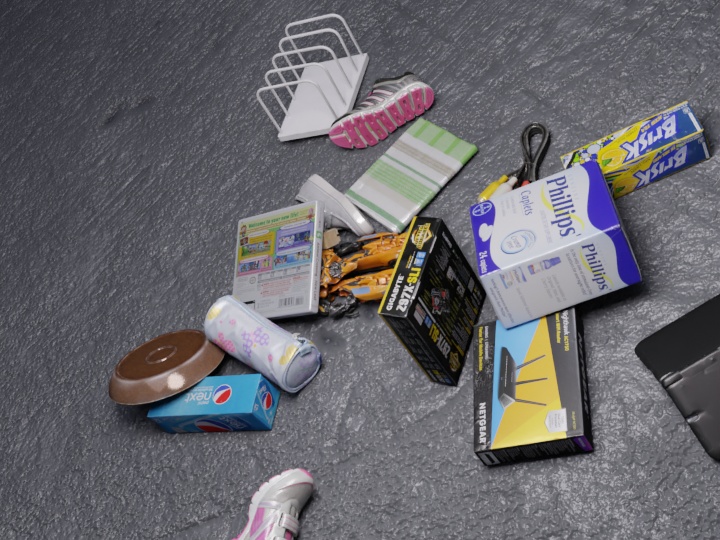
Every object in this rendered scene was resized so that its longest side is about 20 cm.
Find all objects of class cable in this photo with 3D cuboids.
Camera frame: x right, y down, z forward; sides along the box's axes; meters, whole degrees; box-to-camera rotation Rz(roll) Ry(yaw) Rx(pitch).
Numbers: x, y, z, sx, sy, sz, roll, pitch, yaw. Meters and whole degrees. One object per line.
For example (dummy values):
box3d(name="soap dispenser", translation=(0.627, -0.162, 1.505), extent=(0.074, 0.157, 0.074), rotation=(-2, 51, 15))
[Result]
box3d(name="cable", translation=(0.256, -0.156, 1.570), extent=(0.097, 0.050, 0.200), rotation=(15, 67, 37))

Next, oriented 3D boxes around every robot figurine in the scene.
box3d(name="robot figurine", translation=(0.000, 0.000, 1.602), extent=(0.200, 0.058, 0.145), rotation=(-11, 51, 24))

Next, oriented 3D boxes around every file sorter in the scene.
box3d(name="file sorter", translation=(-0.090, -0.361, 1.866), extent=(0.139, 0.125, 0.200), rotation=(-5, 49, 27))

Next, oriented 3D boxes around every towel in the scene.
box3d(name="towel", translation=(0.085, -0.159, 1.696), extent=(0.200, 0.031, 0.149), rotation=(-45, 49, -9))

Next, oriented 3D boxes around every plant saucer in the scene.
box3d(name="plant saucer", translation=(-0.319, 0.148, 1.636), extent=(0.200, 0.035, 0.200), rotation=(-16, 23, 7))

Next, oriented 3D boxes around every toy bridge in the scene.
box3d(name="toy bridge", translation=(-0.110, -0.042, 1.696), extent=(0.200, 0.027, 0.067), rotation=(-12, 10, 41))

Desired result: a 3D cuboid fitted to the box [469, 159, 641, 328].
box3d(name="box", translation=(0.266, -0.040, 1.408), extent=(0.200, 0.105, 0.184), rotation=(-21, 33, 15))

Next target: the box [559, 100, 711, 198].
box3d(name="box", translation=(0.403, -0.167, 1.482), extent=(0.200, 0.064, 0.070), rotation=(-24, 48, 14))

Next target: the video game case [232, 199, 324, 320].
box3d(name="video game case", translation=(-0.137, -0.010, 1.646), extent=(0.200, 0.022, 0.182), rotation=(-10, 71, 44))

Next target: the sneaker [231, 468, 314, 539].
box3d(name="sneaker", translation=(-0.119, 0.370, 1.392), extent=(0.088, 0.081, 0.200), rotation=(28, 82, 40))

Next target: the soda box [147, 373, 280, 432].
box3d(name="soda box", translation=(-0.231, 0.210, 1.580), extent=(0.200, 0.064, 0.068), rotation=(-7, 54, 28))

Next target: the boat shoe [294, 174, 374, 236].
box3d(name="boat shoe", translation=(-0.049, -0.097, 1.696), extent=(0.069, 0.072, 0.200), rotation=(-46, 48, -2))

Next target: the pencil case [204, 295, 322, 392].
box3d(name="pencil case", translation=(-0.155, 0.112, 1.577), extent=(0.200, 0.091, 0.083), rotation=(27, 48, 35))

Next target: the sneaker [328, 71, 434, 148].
box3d(name="sneaker", translation=(0.033, -0.289, 1.790), extent=(0.200, 0.074, 0.088), rotation=(-28, 41, 11))

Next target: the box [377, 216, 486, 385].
box3d(name="box", translation=(0.105, 0.044, 1.409), extent=(0.049, 0.200, 0.160), rotation=(6, 61, 32))

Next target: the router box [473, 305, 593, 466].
box3d(name="router box", translation=(0.228, 0.153, 1.356), extent=(0.149, 0.051, 0.200), rotation=(-14, 50, 22))

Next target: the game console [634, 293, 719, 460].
box3d(name="game console", translation=(0.476, 0.115, 1.262), extent=(0.200, 0.116, 0.176), rotation=(-33, 77, 7))
